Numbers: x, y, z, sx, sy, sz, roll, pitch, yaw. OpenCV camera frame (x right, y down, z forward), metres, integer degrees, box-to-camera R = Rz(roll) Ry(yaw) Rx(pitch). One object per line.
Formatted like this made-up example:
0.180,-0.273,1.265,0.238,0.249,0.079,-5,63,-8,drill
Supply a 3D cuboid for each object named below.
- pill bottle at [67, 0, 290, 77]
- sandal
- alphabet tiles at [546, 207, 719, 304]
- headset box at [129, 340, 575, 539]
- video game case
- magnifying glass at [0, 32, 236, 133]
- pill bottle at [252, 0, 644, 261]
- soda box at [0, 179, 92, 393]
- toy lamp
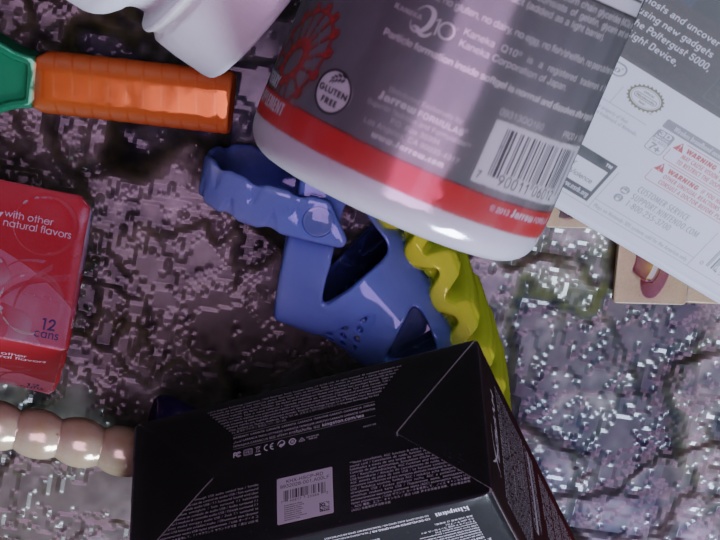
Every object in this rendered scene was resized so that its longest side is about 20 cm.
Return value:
-0.107,-0.169,0.805,0.199,0.113,0.113,37,101,-15,pill bottle
0.000,0.000,0.896,0.087,0.080,0.201,-26,101,7,sandal
0.180,-0.064,0.926,0.198,0.006,0.168,1,108,-7,alphabet tiles
0.011,0.131,0.888,0.147,0.075,0.200,-15,138,14,headset box
0.163,-0.067,0.869,0.199,0.023,0.182,29,130,-14,video game case
-0.149,-0.079,0.863,0.198,0.022,0.080,7,103,4,magnifying glass
0.048,-0.116,0.775,0.115,0.116,0.201,21,99,-12,pill bottle
-0.211,-0.008,0.859,0.198,0.063,0.071,11,69,-9,soda box
-0.142,0.069,0.910,0.198,0.058,0.059,12,107,-7,toy lamp
